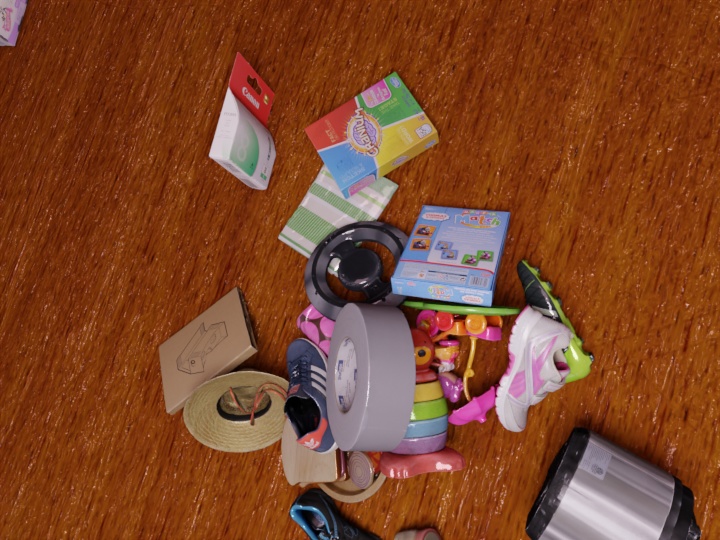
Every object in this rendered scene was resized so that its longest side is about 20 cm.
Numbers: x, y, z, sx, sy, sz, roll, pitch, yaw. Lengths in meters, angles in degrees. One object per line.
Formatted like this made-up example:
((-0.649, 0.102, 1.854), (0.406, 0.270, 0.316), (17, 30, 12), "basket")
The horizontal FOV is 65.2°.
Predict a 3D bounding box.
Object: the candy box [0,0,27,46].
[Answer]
((-0.949, -0.661, 1.421), (0.199, 0.072, 0.169), (9, 82, 20), "candy box")

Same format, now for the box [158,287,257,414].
((-0.283, 0.143, 1.031), (0.200, 0.021, 0.164), (-37, 43, 8), "box")

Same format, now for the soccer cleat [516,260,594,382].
((0.283, 0.080, 0.876), (0.081, 0.067, 0.201), (-31, 73, 18), "soccer cleat")

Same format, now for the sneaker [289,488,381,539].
((-0.033, 0.435, 0.895), (0.199, 0.082, 0.073), (32, 90, 21), "sneaker")

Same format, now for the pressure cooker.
((0.340, 0.329, 0.744), (0.199, 0.179, 0.177), (26, 85, 21), "pressure cooker")

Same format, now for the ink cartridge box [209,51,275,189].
((-0.201, -0.272, 1.051), (0.050, 0.161, 0.201), (13, 83, 18), "ink cartridge box")

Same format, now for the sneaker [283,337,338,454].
((-0.089, 0.185, 0.884), (0.075, 0.084, 0.201), (-39, 51, 18), "sneaker")

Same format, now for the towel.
((-0.044, -0.107, 1.041), (0.152, 0.023, 0.201), (33, 89, 20), "towel")

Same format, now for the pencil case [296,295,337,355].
((-0.013, 0.118, 0.951), (0.200, 0.091, 0.094), (36, 97, 23), "pencil case")

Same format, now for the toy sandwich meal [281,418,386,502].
((-0.041, 0.279, 0.912), (0.204, 0.070, 0.207), (-8, 77, 36), "toy sandwich meal")

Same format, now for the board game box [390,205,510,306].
((0.148, -0.031, 0.894), (0.150, 0.037, 0.200), (7, 43, 19), "board game box")

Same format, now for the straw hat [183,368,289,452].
((-0.202, 0.221, 0.987), (0.200, 0.201, 0.085), (-29, 33, 10), "straw hat")

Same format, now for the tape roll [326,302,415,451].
((0.008, 0.147, 0.785), (0.066, 0.200, 0.202), (6, 79, -17), "tape roll")

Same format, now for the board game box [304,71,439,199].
((0.019, -0.246, 1.025), (0.199, 0.040, 0.154), (-32, 70, 2), "board game box")

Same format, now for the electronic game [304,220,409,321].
((0.000, 0.000, 0.952), (0.199, 0.042, 0.201), (-8, 57, 12), "electronic game")

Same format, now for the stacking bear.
((0.076, 0.184, 0.830), (0.121, 0.114, 0.202), (-2, 85, -15), "stacking bear")

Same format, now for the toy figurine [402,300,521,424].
((0.147, 0.144, 0.884), (0.199, 0.150, 0.186), (3, 89, 39), "toy figurine")

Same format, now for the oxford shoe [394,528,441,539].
((0.099, 0.498, 0.859), (0.075, 0.070, 0.201), (-19, 73, 41), "oxford shoe")

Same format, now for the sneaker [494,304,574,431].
((0.256, 0.156, 0.825), (0.088, 0.081, 0.201), (17, 115, 26), "sneaker")
